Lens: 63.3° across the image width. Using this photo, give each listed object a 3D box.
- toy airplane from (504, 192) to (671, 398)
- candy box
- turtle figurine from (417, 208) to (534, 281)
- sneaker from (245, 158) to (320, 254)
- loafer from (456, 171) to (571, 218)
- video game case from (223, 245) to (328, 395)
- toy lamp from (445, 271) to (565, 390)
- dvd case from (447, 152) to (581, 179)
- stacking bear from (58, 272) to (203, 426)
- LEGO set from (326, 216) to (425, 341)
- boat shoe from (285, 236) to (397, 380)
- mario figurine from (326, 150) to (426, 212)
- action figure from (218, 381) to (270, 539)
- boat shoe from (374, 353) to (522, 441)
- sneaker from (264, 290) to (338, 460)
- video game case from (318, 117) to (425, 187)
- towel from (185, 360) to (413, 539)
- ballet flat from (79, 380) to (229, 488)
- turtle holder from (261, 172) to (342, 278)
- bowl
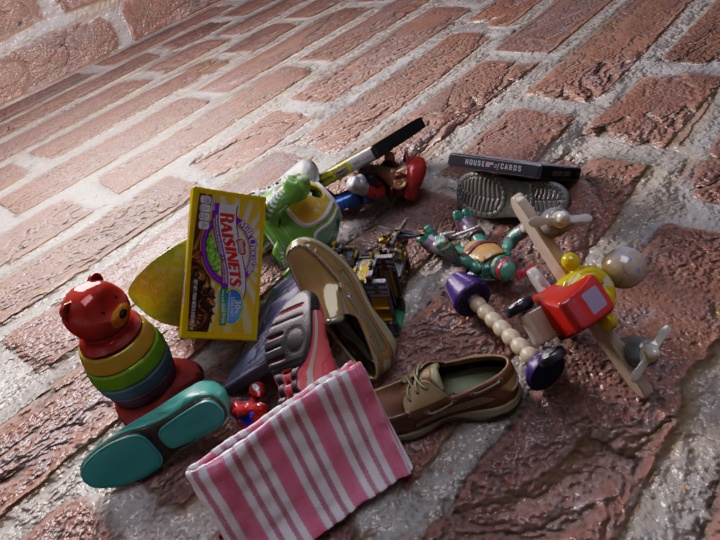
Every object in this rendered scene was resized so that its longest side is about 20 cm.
[{"bbox_3d":[0.247,0.024,0.646,0.141,0.200,0.200,-35,37,21],"label":"toy airplane"},{"bbox_3d":[-0.183,-0.007,0.785,0.102,0.201,0.026,6,-8,-27],"label":"candy box"},{"bbox_3d":[0.169,-0.033,0.827,0.149,0.101,0.200,-11,19,-19],"label":"turtle figurine"},{"bbox_3d":[-0.153,-0.116,0.995,0.200,0.092,0.076,-51,50,3],"label":"sneaker"},{"bbox_3d":[0.245,-0.115,0.936,0.200,0.076,0.070,18,13,40],"label":"loafer"},{"bbox_3d":[-0.111,0.066,0.805,0.143,0.019,0.200,-34,24,40],"label":"video game case"},{"bbox_3d":[0.173,0.066,0.739,0.058,0.058,0.200,-26,41,-12],"label":"toy lamp"},{"bbox_3d":[0.252,-0.167,0.940,0.150,0.025,0.200,15,16,34],"label":"dvd case"},{"bbox_3d":[-0.310,0.098,0.756,0.113,0.200,0.122,7,44,27],"label":"stacking bear"},{"bbox_3d":[0.000,0.000,0.830,0.153,0.116,0.200,4,42,24],"label":"LEGO set"},{"bbox_3d":[-0.027,0.047,0.721,0.072,0.200,0.076,-38,4,27],"label":"boat shoe"},{"bbox_3d":[0.019,-0.166,1.037,0.199,0.106,0.124,-19,48,1],"label":"mario figurine"},{"bbox_3d":[-0.106,0.192,0.661,0.099,0.065,0.200,-43,32,21],"label":"action figure"},{"bbox_3d":[0.083,0.136,0.669,0.199,0.074,0.076,-14,38,3],"label":"boat shoe"},{"bbox_3d":[-0.055,0.125,0.674,0.074,0.087,0.201,-17,67,35],"label":"sneaker"},{"bbox_3d":[0.006,-0.208,1.066,0.180,0.026,0.200,-22,14,38],"label":"video game case"},{"bbox_3d":[-0.053,0.200,0.582,0.200,0.147,0.030,-31,19,-17],"label":"towel"},{"bbox_3d":[-0.245,0.199,0.718,0.200,0.067,0.070,-30,17,3],"label":"ballet flat"},{"bbox_3d":[-0.106,-0.084,0.911,0.132,0.186,0.141,-37,43,-11],"label":"turtle holder"},{"bbox_3d":[-0.227,0.028,0.870,0.200,0.200,0.108,-32,83,-19],"label":"bowl"}]
